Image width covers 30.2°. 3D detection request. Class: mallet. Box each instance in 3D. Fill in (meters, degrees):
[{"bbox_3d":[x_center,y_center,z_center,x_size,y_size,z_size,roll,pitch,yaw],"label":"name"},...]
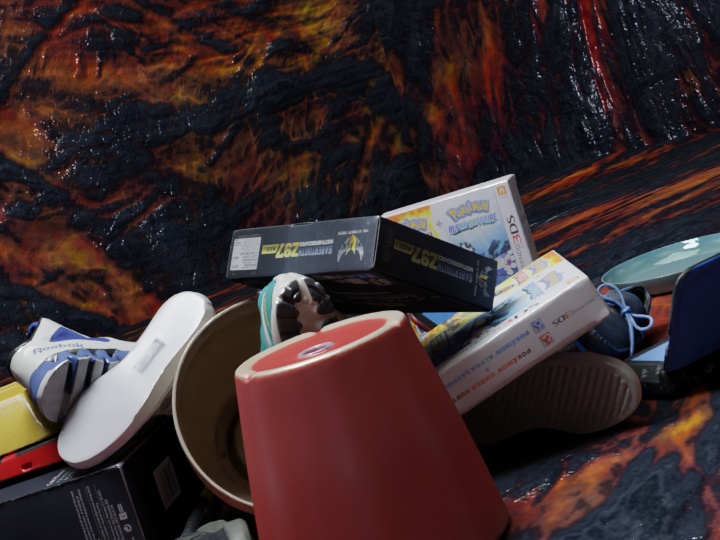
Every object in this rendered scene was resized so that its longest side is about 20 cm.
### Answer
[{"bbox_3d":[-0.155,0.214,1.302,0.041,0.067,0.200,-16,8,9],"label":"mallet"}]

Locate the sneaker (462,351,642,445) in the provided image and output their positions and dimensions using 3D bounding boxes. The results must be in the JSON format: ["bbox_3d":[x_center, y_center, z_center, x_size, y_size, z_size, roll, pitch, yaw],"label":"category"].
[{"bbox_3d":[0.183,0.102,1.233,0.199,0.076,0.104,-18,10,42],"label":"sneaker"}]

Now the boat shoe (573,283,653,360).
[{"bbox_3d":[0.261,0.046,1.386,0.069,0.084,0.200,-46,0,19],"label":"boat shoe"}]

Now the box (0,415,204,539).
[{"bbox_3d":[-0.268,0.232,1.308,0.180,0.106,0.200,-17,7,11],"label":"box"}]

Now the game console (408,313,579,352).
[{"bbox_3d":[0.164,0.047,1.519,0.171,0.120,0.200,-26,6,13],"label":"game console"}]

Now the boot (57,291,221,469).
[{"bbox_3d":[-0.194,0.121,1.265,0.073,0.096,0.200,28,68,35],"label":"boot"}]

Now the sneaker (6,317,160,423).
[{"bbox_3d":[-0.268,0.088,1.311,0.114,0.082,0.198,28,13,33],"label":"sneaker"}]

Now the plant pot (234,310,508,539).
[{"bbox_3d":[-0.005,0.138,1.031,0.198,0.180,0.200,-19,7,2],"label":"plant pot"}]

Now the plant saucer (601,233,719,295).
[{"bbox_3d":[0.405,-0.005,1.696,0.198,0.028,0.200,-19,7,2],"label":"plant saucer"}]

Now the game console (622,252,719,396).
[{"bbox_3d":[0.328,0.028,1.257,0.198,0.120,0.170,-21,8,-27],"label":"game console"}]

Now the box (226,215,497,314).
[{"bbox_3d":[0.000,0.000,1.200,0.157,0.052,0.198,18,-14,-42],"label":"box"}]

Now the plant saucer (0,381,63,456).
[{"bbox_3d":[-0.359,0.147,1.388,0.198,0.049,0.200,-22,7,21],"label":"plant saucer"}]

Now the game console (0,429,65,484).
[{"bbox_3d":[-0.320,0.176,1.363,0.175,0.031,0.200,-24,5,6],"label":"game console"}]

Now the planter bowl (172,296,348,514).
[{"bbox_3d":[-0.078,0.143,1.251,0.198,0.202,0.135,-20,-20,-17],"label":"planter bowl"}]

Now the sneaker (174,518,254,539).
[{"bbox_3d":[-0.126,0.237,0.998,0.113,0.077,0.199,-24,1,-20],"label":"sneaker"}]

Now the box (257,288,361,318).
[{"bbox_3d":[-0.028,0.084,1.434,0.116,0.199,0.200,-19,7,-2],"label":"box"}]

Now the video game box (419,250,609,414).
[{"bbox_3d":[0.127,0.058,1.228,0.181,0.047,0.200,-32,6,3],"label":"video game box"}]

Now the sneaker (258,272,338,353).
[{"bbox_3d":[-0.047,0.102,1.150,0.077,0.203,0.079,-9,3,-29],"label":"sneaker"}]

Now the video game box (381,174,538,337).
[{"bbox_3d":[0.142,-0.015,1.821,0.198,0.185,0.047,-16,7,22],"label":"video game box"}]
